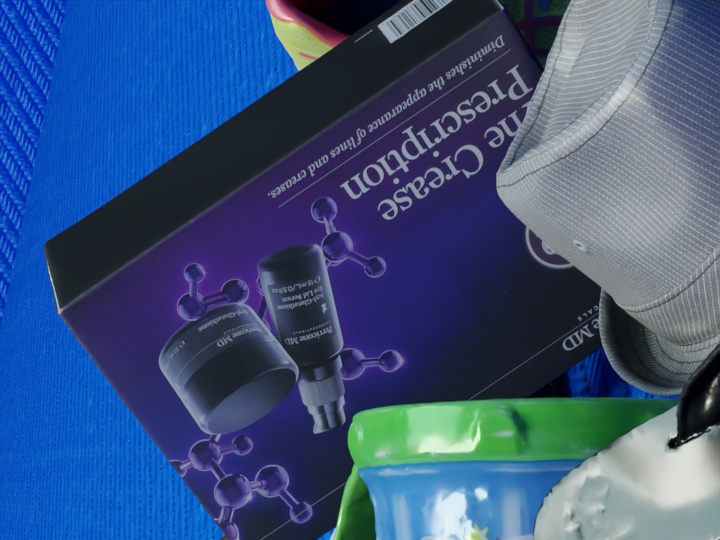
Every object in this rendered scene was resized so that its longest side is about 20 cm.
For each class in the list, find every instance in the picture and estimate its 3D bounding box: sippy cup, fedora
[{"bbox_3d":[0.064,0.113,0.837,0.178,0.139,0.131,139,132,-80],"label":"sippy cup"},{"bbox_3d":[0.106,-0.053,0.813,0.178,0.090,0.200,-64,12,0],"label":"fedora"}]

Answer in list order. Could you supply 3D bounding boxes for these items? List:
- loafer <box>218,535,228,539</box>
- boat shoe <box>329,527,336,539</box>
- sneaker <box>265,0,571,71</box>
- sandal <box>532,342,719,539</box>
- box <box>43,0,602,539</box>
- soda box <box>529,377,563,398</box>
[{"bbox_3d":[-0.091,0.206,1.417,0.073,0.071,0.201,-98,25,-53],"label":"loafer"},{"bbox_3d":[0.016,0.204,1.041,0.075,0.062,0.201,-14,73,56],"label":"boat shoe"},{"bbox_3d":[0.051,-0.120,0.980,0.199,0.090,0.079,-21,64,18],"label":"sneaker"},{"bbox_3d":[0.120,0.047,0.701,0.200,0.045,0.075,-38,55,29],"label":"sandal"},{"bbox_3d":[0.000,0.000,0.942,0.200,0.141,0.079,-34,25,2],"label":"box"},{"bbox_3d":[0.046,0.078,1.022,0.200,0.070,0.063,-94,22,-49],"label":"soda box"}]
